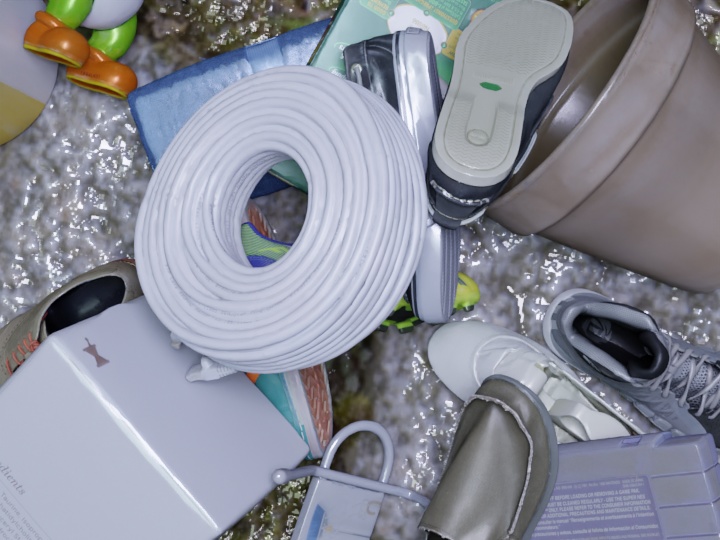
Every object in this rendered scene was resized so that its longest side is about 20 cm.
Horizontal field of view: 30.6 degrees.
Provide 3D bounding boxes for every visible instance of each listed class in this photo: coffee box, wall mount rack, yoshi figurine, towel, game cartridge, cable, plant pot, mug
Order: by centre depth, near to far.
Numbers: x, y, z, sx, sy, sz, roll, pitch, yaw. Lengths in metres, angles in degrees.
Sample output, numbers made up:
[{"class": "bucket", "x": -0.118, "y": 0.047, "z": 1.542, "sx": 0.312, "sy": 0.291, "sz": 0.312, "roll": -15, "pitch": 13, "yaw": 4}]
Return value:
[{"class": "cable", "x": -0.054, "y": -0.034, "z": 0.845, "sx": 0.199, "sy": 0.069, "sz": 0.201, "roll": -7, "pitch": 72, "yaw": 30}, {"class": "plant pot", "x": 0.201, "y": -0.077, "z": 0.920, "sx": 0.173, "sy": 0.200, "sz": 0.201, "roll": 35, "pitch": 91, "yaw": -12}, {"class": "game cartridge", "x": 0.167, "y": 0.183, "z": 0.922, "sx": 0.199, "sy": 0.038, "sz": 0.131, "roll": -13, "pitch": 88, "yaw": 40}, {"class": "wall mount rack", "x": -0.029, "y": 0.204, "z": 0.934, "sx": 0.173, "sy": 0.074, "sz": 0.201, "roll": 19, "pitch": 89, "yaw": -37}, {"class": "coffee box", "x": 0.021, "y": -0.134, "z": 0.944, "sx": 0.122, "sy": 0.044, "sz": 0.201, "roll": 27, "pitch": 91, "yaw": -13}, {"class": "mug", "x": -0.308, "y": -0.153, "z": 0.960, "sx": 0.148, "sy": 0.153, "sz": 0.188, "roll": -19, "pitch": 87, "yaw": 2}, {"class": "yoshi figurine", "x": -0.163, "y": -0.233, "z": 0.981, "sx": 0.111, "sy": 0.112, "sz": 0.201, "roll": 23, "pitch": 81, "yaw": -14}, {"class": "towel", "x": -0.066, "y": -0.117, "z": 0.994, "sx": 0.199, "sy": 0.049, "sz": 0.112, "roll": -18, "pitch": 91, "yaw": 1}]

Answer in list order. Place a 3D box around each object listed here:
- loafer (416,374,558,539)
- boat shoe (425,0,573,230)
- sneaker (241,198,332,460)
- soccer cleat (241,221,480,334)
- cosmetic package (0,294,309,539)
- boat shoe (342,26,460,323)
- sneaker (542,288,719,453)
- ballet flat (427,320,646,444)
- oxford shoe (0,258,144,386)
[{"class": "loafer", "x": 0.084, "y": 0.171, "z": 0.920, "sx": 0.075, "sy": 0.069, "sz": 0.201, "roll": 20, "pitch": 113, "yaw": 33}, {"class": "boat shoe", "x": 0.089, "y": -0.112, "z": 0.877, "sx": 0.071, "sy": 0.068, "sz": 0.201, "roll": 19, "pitch": 51, "yaw": 9}, {"class": "sneaker", "x": -0.082, "y": 0.052, "z": 0.985, "sx": 0.079, "sy": 0.071, "sz": 0.201, "roll": -21, "pitch": 86, "yaw": 14}, {"class": "soccer cleat", "x": 0.000, "y": 0.000, "z": 0.948, "sx": 0.199, "sy": 0.065, "sz": 0.084, "roll": 2, "pitch": 70, "yaw": -27}, {"class": "cosmetic package", "x": -0.179, "y": 0.148, "z": 0.910, "sx": 0.200, "sy": 0.167, "sz": 0.166, "roll": -44, "pitch": 85, "yaw": 21}, {"class": "boat shoe", "x": 0.026, "y": -0.063, "z": 0.904, "sx": 0.070, "sy": 0.072, "sz": 0.202, "roll": -5, "pitch": 93, "yaw": 14}, {"class": "sneaker", "x": 0.222, "y": 0.078, "z": 0.936, "sx": 0.199, "sy": 0.115, "sz": 0.075, "roll": 26, "pitch": 90, "yaw": 5}, {"class": "ballet flat", "x": 0.141, "y": 0.095, "z": 0.964, "sx": 0.199, "sy": 0.069, "sz": 0.070, "roll": 35, "pitch": 91, "yaw": 4}, {"class": "oxford shoe", "x": -0.244, "y": 0.058, "z": 0.987, "sx": 0.200, "sy": 0.075, "sz": 0.071, "roll": -42, "pitch": 86, "yaw": 1}]
